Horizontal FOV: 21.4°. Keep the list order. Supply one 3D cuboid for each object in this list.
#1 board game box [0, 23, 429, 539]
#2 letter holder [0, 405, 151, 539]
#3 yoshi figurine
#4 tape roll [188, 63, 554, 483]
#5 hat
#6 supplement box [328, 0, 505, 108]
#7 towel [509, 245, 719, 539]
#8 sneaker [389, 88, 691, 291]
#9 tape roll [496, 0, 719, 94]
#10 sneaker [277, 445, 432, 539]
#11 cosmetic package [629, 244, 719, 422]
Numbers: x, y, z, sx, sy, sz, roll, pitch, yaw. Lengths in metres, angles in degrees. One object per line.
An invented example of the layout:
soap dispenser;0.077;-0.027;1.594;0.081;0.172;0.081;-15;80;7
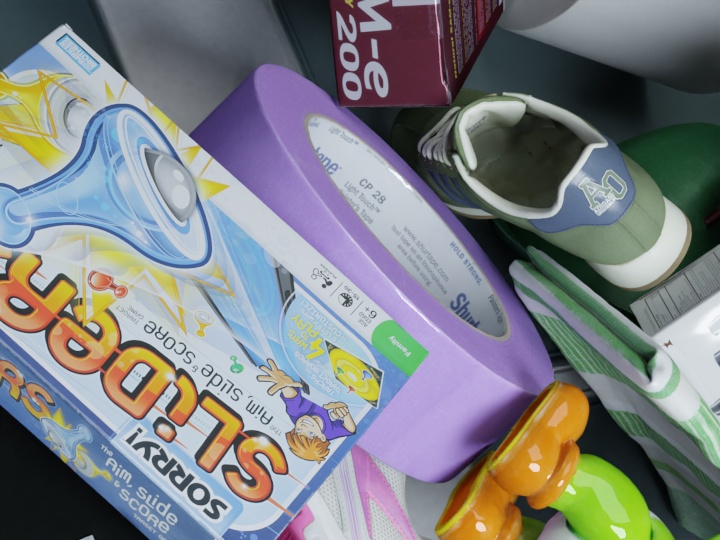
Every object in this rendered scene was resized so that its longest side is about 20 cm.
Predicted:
board game box;-0.086;0.011;0.729;0.200;0.034;0.135;41;48;1
letter holder;-0.112;0.124;0.773;0.100;0.142;0.201;-20;68;-9
yoshi figurine;0.140;0.135;0.839;0.200;0.112;0.112;40;88;2
tape roll;0.000;0.000;0.881;0.200;0.066;0.200;44;14;-14
hat;0.185;-0.068;1.007;0.199;0.177;0.166;11;23;-44
supplement box;0.031;-0.163;0.993;0.200;0.060;0.110;-61;147;-67
towel;0.152;0.087;0.916;0.023;0.153;0.200;-39;120;-5
sneaker;0.070;-0.061;0.935;0.067;0.200;0.090;-54;134;-4
tape roll;0.171;-0.218;1.115;0.138;0.203;0.204;14;55;-29
sneaker;-0.032;0.082;0.868;0.088;0.081;0.201;-18;80;-45
cosmetic package;0.216;0.077;0.902;0.200;0.082;0.051;52;11;-18
